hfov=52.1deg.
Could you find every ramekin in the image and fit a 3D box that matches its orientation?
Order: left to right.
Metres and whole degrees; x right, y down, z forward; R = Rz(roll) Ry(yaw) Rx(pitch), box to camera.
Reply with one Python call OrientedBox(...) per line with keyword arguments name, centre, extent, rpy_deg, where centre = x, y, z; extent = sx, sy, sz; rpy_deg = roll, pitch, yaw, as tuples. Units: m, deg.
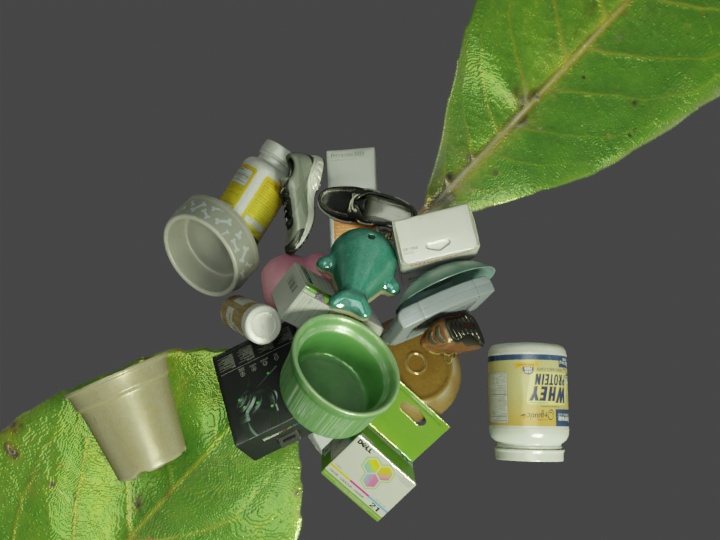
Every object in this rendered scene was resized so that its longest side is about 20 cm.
OrientedBox(name="ramekin", centre=(-0.041, 0.183, 1.244), extent=(0.197, 0.098, 0.202), rpy_deg=(19, 41, -18))

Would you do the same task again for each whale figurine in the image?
OrientedBox(name="whale figurine", centre=(0.000, 0.000, 1.296), extent=(0.156, 0.201, 0.105), rpy_deg=(20, 125, -1))

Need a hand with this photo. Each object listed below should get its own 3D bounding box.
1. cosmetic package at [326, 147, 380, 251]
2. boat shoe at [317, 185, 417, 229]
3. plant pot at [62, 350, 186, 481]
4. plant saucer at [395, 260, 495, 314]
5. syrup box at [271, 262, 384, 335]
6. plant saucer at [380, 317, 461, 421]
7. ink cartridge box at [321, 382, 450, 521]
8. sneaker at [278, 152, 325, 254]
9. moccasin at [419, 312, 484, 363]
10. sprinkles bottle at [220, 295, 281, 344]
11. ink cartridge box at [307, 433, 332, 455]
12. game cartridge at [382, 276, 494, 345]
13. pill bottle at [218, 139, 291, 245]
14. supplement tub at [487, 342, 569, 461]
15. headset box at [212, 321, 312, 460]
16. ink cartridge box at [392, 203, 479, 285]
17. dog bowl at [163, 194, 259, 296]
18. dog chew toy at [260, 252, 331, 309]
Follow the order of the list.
OrientedBox(name="cosmetic package", centre=(-0.013, -0.132, 1.453), extent=(0.099, 0.071, 0.204), rpy_deg=(-4, 78, 3))
OrientedBox(name="boat shoe", centre=(0.011, -0.118, 1.381), extent=(0.197, 0.060, 0.075), rpy_deg=(18, 86, 8))
OrientedBox(name="plant pot", centre=(-0.415, 0.274, 1.353), extent=(0.197, 0.200, 0.186), rpy_deg=(-22, 90, -1))
OrientedBox(name="plant saucer", centre=(0.149, 0.024, 1.349), extent=(0.198, 0.201, 0.039), rpy_deg=(-23, 73, -1))
OrientedBox(name="syrup box", centre=(-0.058, 0.075, 1.334), extent=(0.082, 0.199, 0.079), rpy_deg=(-50, 36, 15))
OrientedBox(name="plant saucer", centre=(0.100, 0.176, 1.372), extent=(0.196, 0.036, 0.204), rpy_deg=(5, 66, -12))
OrientedBox(name="ink cartridge box", centre=(0.046, 0.318, 1.312), extent=(0.148, 0.076, 0.200), rpy_deg=(42, 102, -12))
OrientedBox(name="sneaker", centre=(-0.124, -0.128, 1.398), extent=(0.078, 0.074, 0.204), rpy_deg=(14, 74, -22))
OrientedBox(name="moccasin", centre=(0.168, 0.124, 1.338), extent=(0.077, 0.200, 0.075), rpy_deg=(-29, 79, 26))
OrientedBox(name="sprinkles bottle", centre=(-0.205, 0.088, 1.357), extent=(0.067, 0.199, 0.070), rpy_deg=(-2, 94, -23))
OrientedBox(name="ink cartridge box", centre=(-0.023, 0.244, 1.393), extent=(0.199, 0.050, 0.110), rpy_deg=(-37, 79, -5))
OrientedBox(name="game cartridge", centre=(0.141, 0.072, 1.333), extent=(0.197, 0.133, 0.041), rpy_deg=(-21, 77, -22))
OrientedBox(name="pill bottle", centre=(-0.204, -0.151, 1.448), extent=(0.110, 0.111, 0.202), rpy_deg=(31, 83, 9))
OrientedBox(name="supplement tub", centre=(0.301, 0.237, 1.326), extent=(0.141, 0.145, 0.204), rpy_deg=(0, 79, 3))
OrientedBox(name="headset box", centre=(-0.157, 0.222, 1.345), extent=(0.172, 0.093, 0.202), rpy_deg=(-26, 56, 2))
OrientedBox(name="ink cartridge box", centre=(0.136, -0.044, 1.361), extent=(0.144, 0.200, 0.084), rpy_deg=(-13, 78, 0))
OrientedBox(name="dog bowl", centre=(-0.287, -0.040, 1.391), extent=(0.198, 0.202, 0.059), rpy_deg=(32, 44, 9))
OrientedBox(name="dog chew toy", centre=(-0.088, 0.023, 1.409), extent=(0.196, 0.125, 0.127), rpy_deg=(-9, 78, -7))
